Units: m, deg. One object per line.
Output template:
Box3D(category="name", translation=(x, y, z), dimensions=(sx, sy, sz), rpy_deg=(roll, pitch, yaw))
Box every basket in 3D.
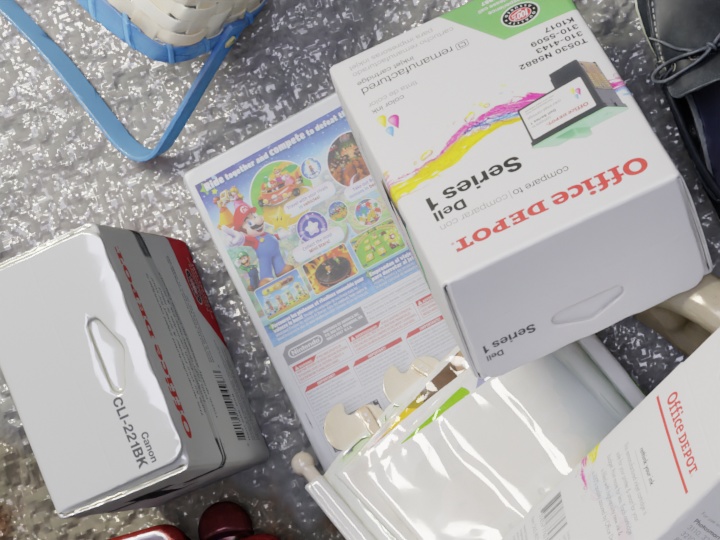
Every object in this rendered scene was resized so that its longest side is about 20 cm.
Box3D(category="basket", translation=(-0.133, -0.183, 1.709), dimensions=(0.176, 0.139, 0.200), rpy_deg=(48, 124, 7))

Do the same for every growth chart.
Box3D(category="growth chart", translation=(0.068, 0.100, 1.667), dimensions=(0.199, 0.018, 0.145), rpy_deg=(-33, 60, 1))

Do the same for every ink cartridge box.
Box3D(category="ink cartridge box", translation=(0.165, 0.132, 1.557), dimensions=(0.068, 0.115, 0.200), rpy_deg=(35, 112, -22))
Box3D(category="ink cartridge box", translation=(0.087, -0.057, 1.618), dimensions=(0.144, 0.084, 0.200), rpy_deg=(-25, 45, -1))
Box3D(category="ink cartridge box", translation=(-0.133, 0.058, 1.657), dimensions=(0.083, 0.200, 0.145), rpy_deg=(-23, 83, 8))

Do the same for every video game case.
Box3D(category="video game case", translation=(0.000, 0.000, 1.727), dimensions=(0.143, 0.018, 0.201), rpy_deg=(-27, 83, 9))

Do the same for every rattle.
Box3D(category="rattle", translation=(0.200, -0.015, 1.651), dimensions=(0.200, 0.130, 0.143), rpy_deg=(35, 98, 32))

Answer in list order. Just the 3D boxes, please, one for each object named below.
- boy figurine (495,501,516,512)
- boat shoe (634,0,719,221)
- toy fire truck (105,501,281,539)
Box3D(category="boy figurine", translation=(0.103, 0.230, 1.675), dimensions=(0.124, 0.064, 0.201), rpy_deg=(-19, 85, 9))
Box3D(category="boat shoe", translation=(0.205, -0.116, 1.672), dimensions=(0.074, 0.062, 0.201), rpy_deg=(-17, 83, 11))
Box3D(category="toy fire truck", translation=(-0.104, 0.223, 1.700), dimensions=(0.199, 0.112, 0.169), rpy_deg=(-18, 66, 8))
